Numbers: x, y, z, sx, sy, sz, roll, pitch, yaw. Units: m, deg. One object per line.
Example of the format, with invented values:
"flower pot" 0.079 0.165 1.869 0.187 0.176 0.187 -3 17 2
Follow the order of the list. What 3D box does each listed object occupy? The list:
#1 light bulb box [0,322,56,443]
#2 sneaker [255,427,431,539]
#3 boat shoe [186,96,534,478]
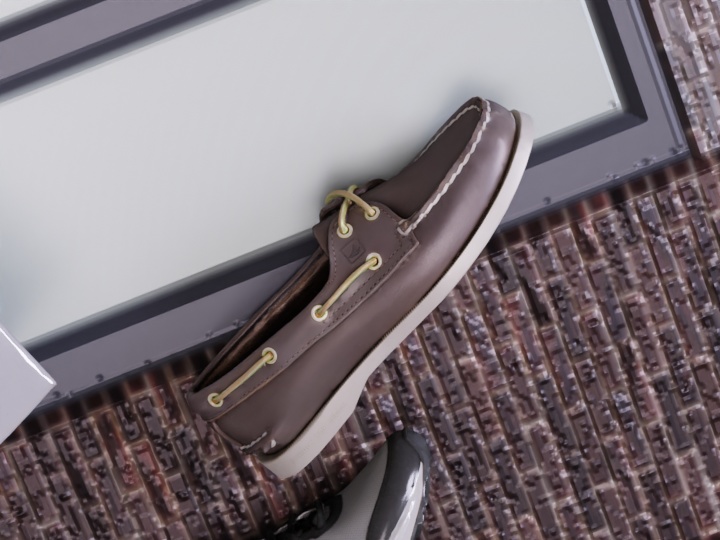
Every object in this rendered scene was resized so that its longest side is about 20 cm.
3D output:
"light bulb box" -0.273 0.049 1.114 0.200 0.125 0.198 -46 106 -20
"sneaker" -0.040 0.149 1.228 0.079 0.074 0.200 40 98 -9
"boat shoe" 0.000 0.000 1.194 0.059 0.072 0.200 34 104 -16
